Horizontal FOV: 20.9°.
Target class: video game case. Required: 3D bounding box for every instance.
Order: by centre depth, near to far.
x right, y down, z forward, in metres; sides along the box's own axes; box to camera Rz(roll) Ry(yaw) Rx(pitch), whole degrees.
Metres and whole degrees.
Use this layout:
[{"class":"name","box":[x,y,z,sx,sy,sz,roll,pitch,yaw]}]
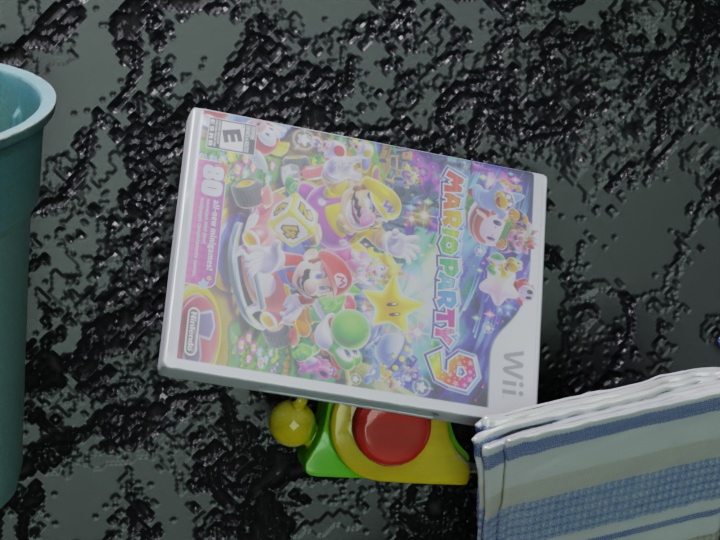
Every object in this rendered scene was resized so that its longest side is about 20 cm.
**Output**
[{"class":"video game case","box":[0.000,0.000,1.017,0.198,0.018,0.144,10,68,-14]}]

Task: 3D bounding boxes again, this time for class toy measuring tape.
[{"class":"toy measuring tape","box":[0.049,0.078,1.052,0.198,0.074,0.074,4,101,-12]}]

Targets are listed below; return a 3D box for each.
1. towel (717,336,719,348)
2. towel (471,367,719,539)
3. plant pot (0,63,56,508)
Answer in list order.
[{"class":"towel","box":[0.317,0.034,1.122,0.199,0.024,0.145,32,94,-16]},{"class":"towel","box":[0.129,0.135,1.057,0.146,0.024,0.201,-12,135,-9]},{"class":"plant pot","box":[-0.239,0.016,0.924,0.198,0.200,0.198,-4,109,-11]}]
